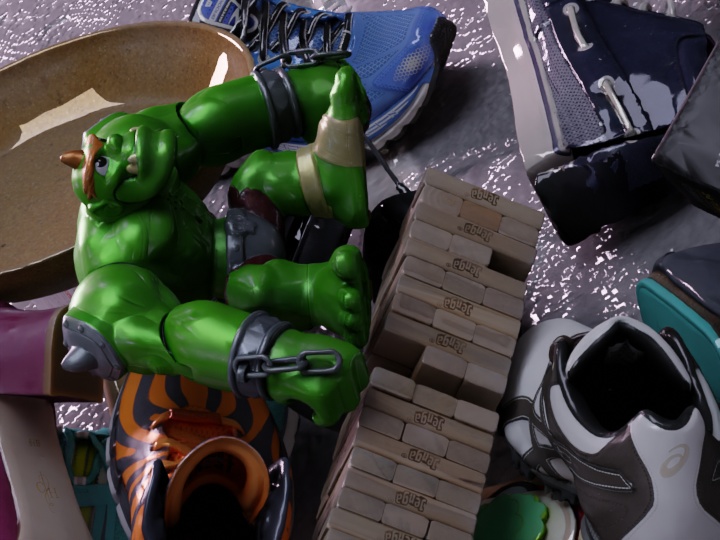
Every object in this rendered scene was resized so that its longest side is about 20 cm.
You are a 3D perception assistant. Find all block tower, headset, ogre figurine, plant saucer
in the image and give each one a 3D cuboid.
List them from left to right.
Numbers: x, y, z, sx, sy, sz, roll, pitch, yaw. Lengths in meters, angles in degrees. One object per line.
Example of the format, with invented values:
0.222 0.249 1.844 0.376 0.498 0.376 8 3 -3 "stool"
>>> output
-0.133 -0.042 1.262 0.199 0.036 0.200 -18 30 11 "plant saucer"
-0.056 -0.013 1.115 0.119 0.098 0.201 -5 60 4 "ogre figurine"
0.000 0.000 1.227 0.123 0.094 0.201 7 46 -13 "headset"
0.024 0.054 1.095 0.054 0.058 0.200 114 176 -47 "block tower"

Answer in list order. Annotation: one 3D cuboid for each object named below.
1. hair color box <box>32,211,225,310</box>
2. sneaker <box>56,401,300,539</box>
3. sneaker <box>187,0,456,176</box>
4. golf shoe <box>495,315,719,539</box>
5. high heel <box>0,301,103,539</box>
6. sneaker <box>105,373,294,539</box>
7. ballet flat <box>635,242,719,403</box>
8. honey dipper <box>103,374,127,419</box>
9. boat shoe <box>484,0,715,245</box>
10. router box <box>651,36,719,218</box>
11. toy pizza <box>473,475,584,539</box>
-0.111 0.000 1.323 0.061 0.102 0.200 -41 34 -12 "hair color box"
-0.118 0.099 1.225 0.199 0.080 0.078 -25 34 16 "sneaker"
-0.044 -0.100 1.398 0.199 0.089 0.079 -10 42 34 "sneaker"
0.099 0.049 1.052 0.077 0.095 0.200 -8 25 -10 "golf shoe"
-0.155 0.112 1.173 0.096 0.067 0.201 -7 69 41 "high heel"
-0.054 0.082 1.087 0.077 0.112 0.201 -1 50 -11 "sneaker"
0.163 0.038 1.056 0.073 0.073 0.200 -35 26 2 "ballet flat"
-0.085 0.102 1.162 0.038 0.038 0.201 -27 56 14 "honey dipper"
0.113 -0.097 1.278 0.092 0.075 0.200 -21 43 11 "boat shoe"
0.225 -0.094 1.094 0.149 0.051 0.201 27 84 36 "router box"
0.042 0.148 1.059 0.200 0.032 0.201 -24 34 18 "toy pizza"
